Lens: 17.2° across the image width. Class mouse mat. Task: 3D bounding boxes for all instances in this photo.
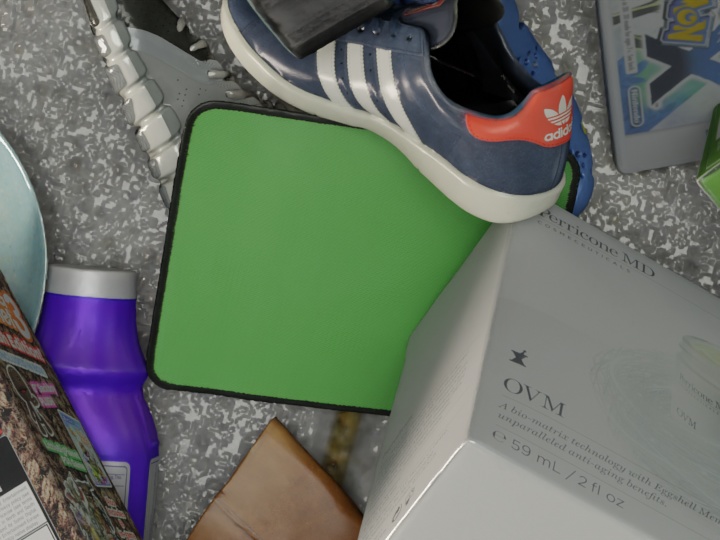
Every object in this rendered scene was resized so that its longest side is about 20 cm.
[{"bbox_3d":[0.000,0.000,1.190,0.200,0.008,0.161,8,115,-9],"label":"mouse mat"}]

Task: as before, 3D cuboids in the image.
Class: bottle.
[{"bbox_3d":[-0.145,0.098,1.215,0.083,0.065,0.200,5,92,8],"label":"bottle"}]

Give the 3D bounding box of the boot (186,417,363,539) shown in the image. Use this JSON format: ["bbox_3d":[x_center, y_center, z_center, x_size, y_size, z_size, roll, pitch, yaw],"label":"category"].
[{"bbox_3d":[0.026,0.148,1.225,0.200,0.068,0.188,42,100,8],"label":"boot"}]

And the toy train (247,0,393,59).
[{"bbox_3d":[0.020,-0.180,1.092,0.200,0.114,0.085,-28,131,13],"label":"toy train"}]

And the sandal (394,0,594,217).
[{"bbox_3d":[0.057,-0.110,1.192,0.079,0.087,0.200,-27,92,1],"label":"sandal"}]

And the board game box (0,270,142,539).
[{"bbox_3d":[-0.220,0.096,1.132,0.159,0.097,0.200,-31,75,6],"label":"board game box"}]

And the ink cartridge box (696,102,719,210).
[{"bbox_3d":[0.246,0.000,1.155,0.059,0.104,0.200,-33,102,23],"label":"ink cartridge box"}]

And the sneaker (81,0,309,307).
[{"bbox_3d":[-0.062,-0.090,1.210,0.115,0.075,0.200,-23,101,-2],"label":"sneaker"}]

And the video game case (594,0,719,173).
[{"bbox_3d":[0.204,-0.141,1.155,0.182,0.022,0.200,-10,132,2],"label":"video game case"}]

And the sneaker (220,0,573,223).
[{"bbox_3d":[0.021,-0.107,1.133,0.200,0.075,0.085,31,130,21],"label":"sneaker"}]

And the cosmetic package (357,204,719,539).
[{"bbox_3d":[0.119,0.098,1.110,0.199,0.200,0.123,29,124,-9],"label":"cosmetic package"}]

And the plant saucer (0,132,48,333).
[{"bbox_3d":[-0.253,-0.003,1.224,0.201,0.039,0.201,0,87,8],"label":"plant saucer"}]
